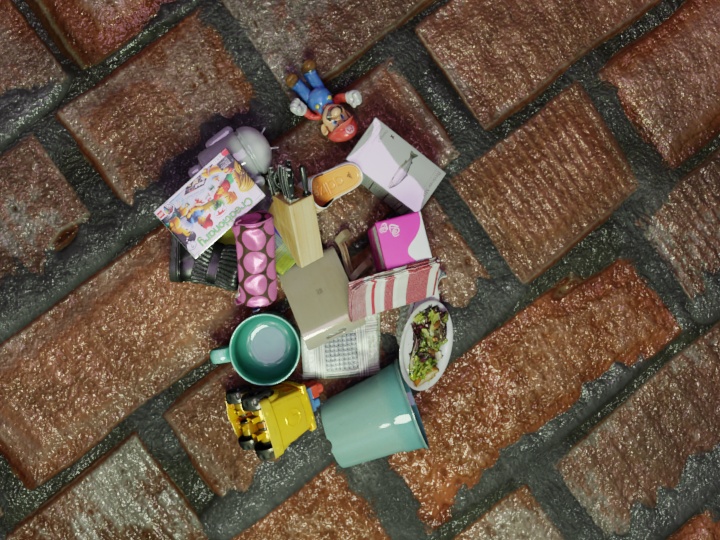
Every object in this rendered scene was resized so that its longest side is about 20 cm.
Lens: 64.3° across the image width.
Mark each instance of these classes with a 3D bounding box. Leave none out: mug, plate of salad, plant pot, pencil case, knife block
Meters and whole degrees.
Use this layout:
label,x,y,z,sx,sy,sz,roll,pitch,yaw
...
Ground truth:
label,x,y,z,sx,sy,sz,roll,pitch,yaw
mug,-0.220,0.161,1.264,0.182,0.114,0.154,25,88,-3
plate of salad,0.157,0.169,1.277,0.198,0.048,0.204,-9,102,-45
plant pot,0.026,0.325,1.254,0.193,0.200,0.203,-22,92,3
pencil case,-0.223,-0.022,1.201,0.092,0.091,0.204,-5,115,-14
knife block,-0.132,-0.127,1.213,0.063,0.175,0.202,-28,84,-27

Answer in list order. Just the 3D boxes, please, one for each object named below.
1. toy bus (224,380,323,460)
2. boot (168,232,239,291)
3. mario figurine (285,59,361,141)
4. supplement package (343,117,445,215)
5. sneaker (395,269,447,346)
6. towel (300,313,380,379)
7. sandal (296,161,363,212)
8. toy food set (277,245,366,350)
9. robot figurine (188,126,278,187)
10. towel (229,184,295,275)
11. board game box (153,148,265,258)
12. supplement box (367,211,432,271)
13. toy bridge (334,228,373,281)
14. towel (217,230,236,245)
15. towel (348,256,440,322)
label,x,y,z,sx,sy,sz,roll,pitch,yaw
toy bus,-0.180,0.299,1.257,0.190,0.198,0.138,-24,101,-36
boot,-0.329,-0.066,1.258,0.154,0.079,0.216,4,92,2
mario figurine,-0.078,-0.378,1.279,0.123,0.106,0.201,-42,84,31
supplement package,0.072,-0.224,1.287,0.199,0.117,0.118,36,85,-4
sneaker,0.138,0.084,1.318,0.079,0.076,0.203,19,90,-15
towel,-0.045,0.146,1.318,0.188,0.035,0.204,-2,89,-4
sandal,-0.086,-0.176,1.251,0.205,0.059,0.080,-26,101,36
toy food set,-0.089,0.057,1.283,0.141,0.061,0.202,-23,68,-7
robot figurine,-0.276,-0.238,1.261,0.198,0.113,0.171,-34,76,-4
towel,-0.205,-0.100,1.285,0.200,0.023,0.144,44,62,-3
board game box,-0.311,-0.139,1.193,0.200,0.035,0.127,-42,102,-2
supplement box,0.080,-0.058,1.246,0.099,0.200,0.105,-14,91,-5
toy bridge,0.000,0.000,1.307,0.201,0.027,0.067,55,131,11
towel,-0.314,-0.086,1.308,0.199,0.018,0.087,-39,87,-3
towel,0.069,0.043,1.188,0.196,0.145,0.023,-16,59,-10
